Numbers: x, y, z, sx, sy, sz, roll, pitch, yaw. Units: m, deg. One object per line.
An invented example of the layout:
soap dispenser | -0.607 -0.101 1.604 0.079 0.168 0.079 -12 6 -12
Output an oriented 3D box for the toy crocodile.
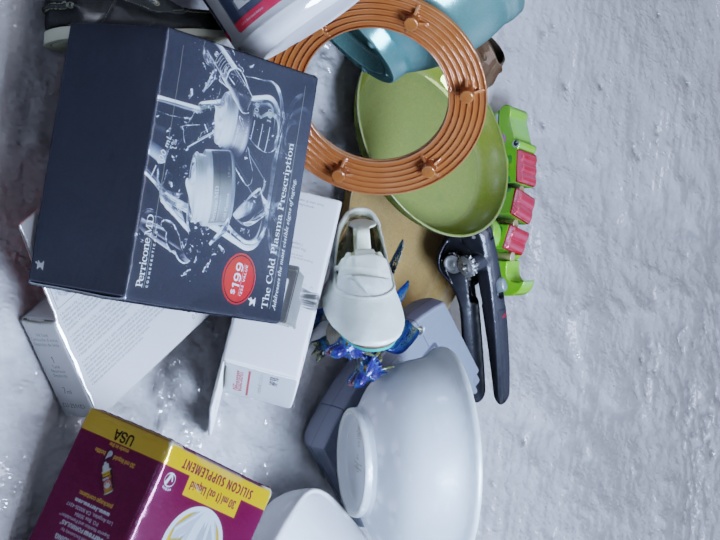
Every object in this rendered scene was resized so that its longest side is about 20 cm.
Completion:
toy crocodile | 0.154 -0.072 1.876 0.067 0.062 0.201 19 75 -51

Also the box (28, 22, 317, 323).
box | -0.138 -0.070 1.372 0.182 0.104 0.201 10 88 -53

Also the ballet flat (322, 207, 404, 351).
ballet flat | 0.000 0.000 1.566 0.200 0.069 0.070 -98 170 -65

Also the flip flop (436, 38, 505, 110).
flip flop | 0.119 -0.227 1.831 0.081 0.057 0.201 38 61 -46

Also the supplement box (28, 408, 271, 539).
supplement box | -0.177 0.226 1.383 0.131 0.103 0.201 33 77 -48

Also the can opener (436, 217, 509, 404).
can opener | 0.122 0.039 1.790 0.079 0.063 0.201 -27 111 -50

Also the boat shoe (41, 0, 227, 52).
boat shoe | -0.172 -0.207 1.441 0.200 0.072 0.068 -3 84 -53

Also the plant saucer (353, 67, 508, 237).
plant saucer | 0.062 -0.122 1.724 0.199 0.031 0.201 21 57 -37

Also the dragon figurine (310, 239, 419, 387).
dragon figurine | 0.017 0.042 1.627 0.200 0.099 0.059 -38 124 -45

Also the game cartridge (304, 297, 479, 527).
game cartridge | 0.030 0.127 1.713 0.200 0.041 0.133 -49 125 -27

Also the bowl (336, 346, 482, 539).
bowl | 0.034 0.168 1.591 0.090 0.201 0.202 -1 91 -16

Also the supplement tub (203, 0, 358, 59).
supplement tub | -0.087 -0.283 1.448 0.140 0.140 0.200 -35 93 -47

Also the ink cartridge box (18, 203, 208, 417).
ink cartridge box | -0.191 -0.011 1.437 0.200 0.045 0.177 -45 126 -43

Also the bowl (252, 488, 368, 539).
bowl | -0.062 0.310 1.587 0.200 0.074 0.200 56 49 -35

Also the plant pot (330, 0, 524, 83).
plant pot | 0.030 -0.255 1.629 0.134 0.200 0.200 -47 131 -7

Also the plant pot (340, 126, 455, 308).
plant pot | 0.039 -0.039 1.755 0.200 0.027 0.201 0 91 -53

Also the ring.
ring | 0.012 -0.151 1.585 0.019 0.199 0.201 -78 149 -57

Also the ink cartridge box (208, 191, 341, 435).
ink cartridge box | -0.073 0.042 1.531 0.116 0.066 0.201 107 -3 -73
